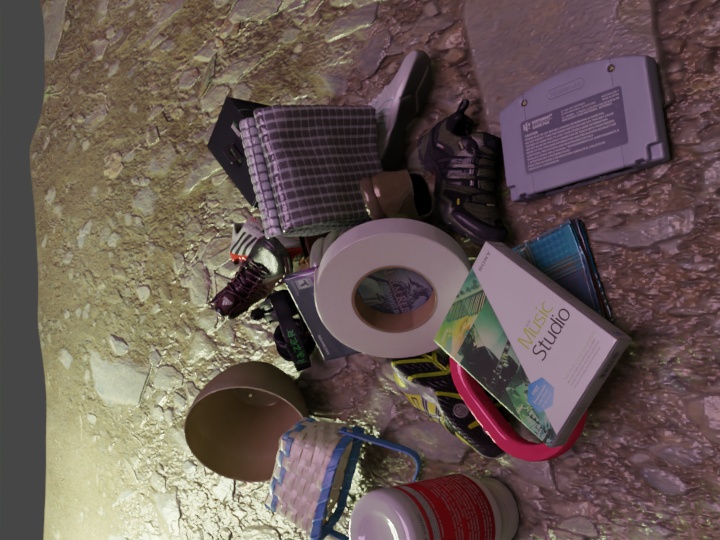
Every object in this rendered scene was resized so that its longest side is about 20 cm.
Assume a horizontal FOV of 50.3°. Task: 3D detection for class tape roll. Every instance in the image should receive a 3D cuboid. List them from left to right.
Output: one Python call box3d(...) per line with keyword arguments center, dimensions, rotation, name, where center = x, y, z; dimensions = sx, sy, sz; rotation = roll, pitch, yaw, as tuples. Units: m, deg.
box3d(center=(0.042, 0.026, 0.963), dimensions=(0.203, 0.203, 0.037), rotation=(-54, 20, 32), name="tape roll")

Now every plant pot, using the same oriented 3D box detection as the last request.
box3d(center=(-0.174, 0.227, 1.255), dimensions=(0.200, 0.200, 0.135), rotation=(-60, 12, 28), name="plant pot")

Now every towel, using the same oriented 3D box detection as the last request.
box3d(center=(-0.049, -0.135, 1.013), dimensions=(0.086, 0.200, 0.166), rotation=(-20, 84, 48), name="towel")
box3d(center=(0.204, 0.041, 0.936), dimensions=(0.200, 0.022, 0.147), rotation=(-31, 65, 44), name="towel")

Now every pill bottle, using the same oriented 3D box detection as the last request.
box3d(center=(0.094, 0.304, 0.914), dimensions=(0.112, 0.200, 0.112), rotation=(-3, 86, 49), name="pill bottle")

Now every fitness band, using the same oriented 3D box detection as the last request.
box3d(center=(0.185, 0.128, 0.906), dimensions=(0.144, 0.037, 0.200), rotation=(-57, 50, 27), name="fitness band")

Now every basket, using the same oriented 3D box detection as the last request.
box3d(center=(-0.025, 0.306, 1.110), dimensions=(0.200, 0.139, 0.177), rotation=(22, 104, 18), name="basket")

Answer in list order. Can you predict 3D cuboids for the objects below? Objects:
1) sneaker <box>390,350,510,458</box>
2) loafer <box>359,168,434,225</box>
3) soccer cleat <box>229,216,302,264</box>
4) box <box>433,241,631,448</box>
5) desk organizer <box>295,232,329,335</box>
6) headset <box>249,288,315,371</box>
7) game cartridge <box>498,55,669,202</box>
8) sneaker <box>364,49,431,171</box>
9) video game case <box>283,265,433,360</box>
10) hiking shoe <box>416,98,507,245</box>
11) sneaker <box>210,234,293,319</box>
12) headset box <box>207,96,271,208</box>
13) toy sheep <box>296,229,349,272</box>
box3d(center=(0.120, 0.173, 1.004), dimensions=(0.200, 0.075, 0.076), rotation=(43, 153, 35), name="sneaker")
box3d(center=(0.064, -0.083, 0.989), dimensions=(0.067, 0.200, 0.076), rotation=(-17, 82, 20), name="loafer")
box3d(center=(-0.168, -0.053, 1.328), dimensions=(0.200, 0.069, 0.085), rotation=(-2, 91, 53), name="soccer cleat")
box3d(center=(0.183, 0.077, 0.860), dimensions=(0.200, 0.036, 0.144), rotation=(43, 117, 40), name="box")
box3d(center=(-0.065, -0.001, 1.199), dimensions=(0.072, 0.077, 0.200), rotation=(-36, 62, 41), name="desk organizer")
box3d(center=(-0.130, 0.090, 1.239), dimensions=(0.200, 0.094, 0.124), rotation=(-121, 12, -68), name="headset")
box3d(center=(0.251, -0.165, 0.883), dimensions=(0.200, 0.041, 0.133), rotation=(-13, 74, 47), name="game cartridge")
box3d(center=(0.035, -0.224, 1.092), dimensions=(0.080, 0.070, 0.200), rotation=(36, 115, 28), name="sneaker")
box3d(center=(0.016, 0.042, 1.023), dimensions=(0.200, 0.019, 0.143), rotation=(-15, 118, 19), name="video game case")
box3d(center=(0.141, -0.124, 0.974), dimensions=(0.101, 0.076, 0.200), rotation=(-49, 53, 39), name="hiking shoe")
box3d(center=(-0.179, 0.025, 1.223), dimensions=(0.076, 0.116, 0.200), rotation=(45, 150, 7), name="sneaker")
box3d(center=(-0.114, -0.171, 1.172), dimensions=(0.174, 0.200, 0.093), rotation=(50, 123, 36), name="headset box")
box3d(center=(0.000, 0.000, 1.089), dimensions=(0.200, 0.138, 0.138), rotation=(-9, 80, 12), name="toy sheep")
